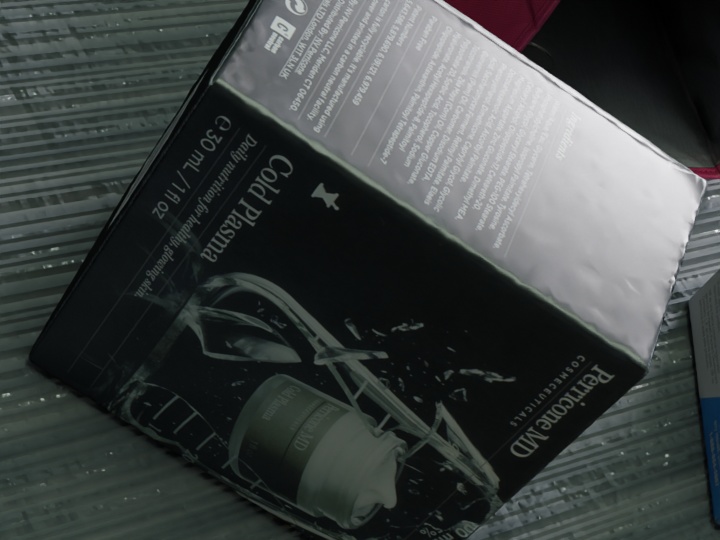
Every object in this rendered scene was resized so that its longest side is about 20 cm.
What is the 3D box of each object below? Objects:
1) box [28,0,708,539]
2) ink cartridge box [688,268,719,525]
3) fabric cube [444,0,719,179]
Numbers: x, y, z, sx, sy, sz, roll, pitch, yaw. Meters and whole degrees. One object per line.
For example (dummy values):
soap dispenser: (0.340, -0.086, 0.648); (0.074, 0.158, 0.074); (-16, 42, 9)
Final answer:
box: (0.000, 0.000, 0.845); (0.196, 0.200, 0.124); (32, 46, -8)
ink cartridge box: (0.252, 0.025, 0.996); (0.086, 0.200, 0.147); (19, 48, -21)
fabric cube: (0.145, -0.192, 1.101); (0.195, 0.200, 0.200); (5, 53, -30)
